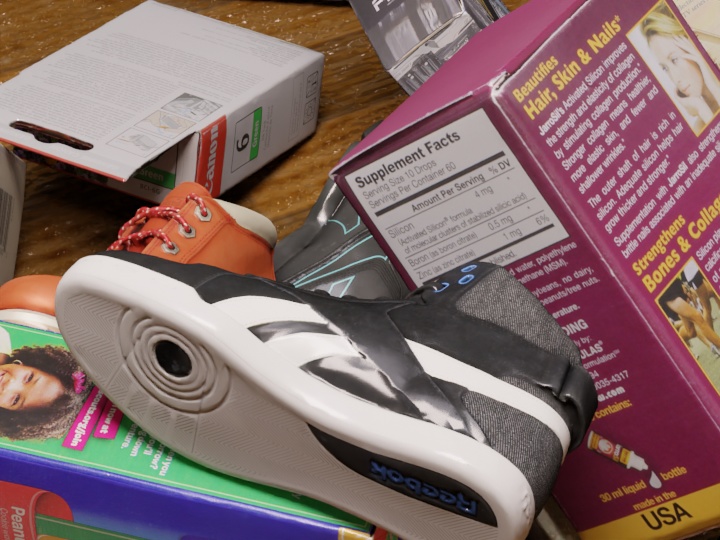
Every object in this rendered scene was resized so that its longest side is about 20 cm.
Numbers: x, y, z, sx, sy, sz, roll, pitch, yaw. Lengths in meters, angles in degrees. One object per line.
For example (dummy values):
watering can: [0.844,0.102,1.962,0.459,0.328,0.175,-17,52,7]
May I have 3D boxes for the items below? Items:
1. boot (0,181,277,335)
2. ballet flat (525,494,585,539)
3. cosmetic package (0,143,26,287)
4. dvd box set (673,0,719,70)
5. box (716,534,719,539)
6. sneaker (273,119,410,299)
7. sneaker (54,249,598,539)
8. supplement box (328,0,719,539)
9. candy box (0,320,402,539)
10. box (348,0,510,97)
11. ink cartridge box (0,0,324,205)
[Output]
boot: [-0.097,0.010,1.253,0.075,0.108,0.200,-5,-11,30]
ballet flat: [0.078,0.108,1.204,0.200,0.067,0.062,51,54,-4]
cosmetic package: [-0.271,-0.034,1.393,0.199,0.104,0.073,6,83,6]
dvd box set: [0.167,-0.122,1.236,0.146,0.200,0.029,-38,18,-14]
box: [0.212,0.073,1.196,0.044,0.160,0.200,40,34,3]
sneaker: [0.000,0.000,1.399,0.079,0.075,0.200,31,57,20]
sneaker: [-0.007,0.029,1.091,0.200,0.073,0.112,26,46,13]
supplement box: [0.104,-0.005,1.162,0.103,0.200,0.131,-25,13,44]
candy box: [-0.075,0.115,1.169,0.200,0.169,0.077,10,47,12]
box: [0.059,-0.097,1.413,0.050,0.200,0.158,-36,41,9]
ink cartridge box: [-0.112,-0.074,1.461,0.109,0.050,0.200,19,30,21]
